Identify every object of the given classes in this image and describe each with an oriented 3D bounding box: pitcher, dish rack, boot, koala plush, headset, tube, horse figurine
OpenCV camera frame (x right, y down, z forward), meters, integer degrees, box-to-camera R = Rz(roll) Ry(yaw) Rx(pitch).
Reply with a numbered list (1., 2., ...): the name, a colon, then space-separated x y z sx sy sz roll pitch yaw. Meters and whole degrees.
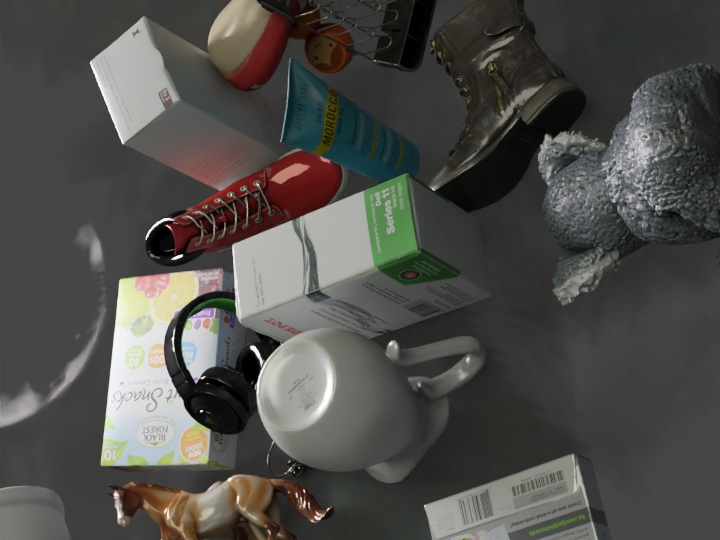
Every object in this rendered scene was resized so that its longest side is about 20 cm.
1. pitcher: 0.013 0.104 1.338 0.172 0.200 0.121 -45 57 12
2. dish rack: -0.012 -0.294 1.480 0.054 0.199 0.154 1 74 50
3. boot: -0.114 -0.060 1.496 0.199 0.144 0.073 -26 89 28
4. koala plush: 0.234 -0.069 1.277 0.199 0.183 0.178 -22 64 39
5. headset: -0.104 0.110 1.465 0.094 0.123 0.201 -32 88 50
6. tube: -0.015 -0.129 1.426 0.050 0.200 0.078 -7 73 32
7. horse figurine: -0.127 0.238 1.420 0.199 0.050 0.133 -16 50 -8
8. boot: 0.111 -0.166 1.447 0.200 0.069 0.174 -40 53 12

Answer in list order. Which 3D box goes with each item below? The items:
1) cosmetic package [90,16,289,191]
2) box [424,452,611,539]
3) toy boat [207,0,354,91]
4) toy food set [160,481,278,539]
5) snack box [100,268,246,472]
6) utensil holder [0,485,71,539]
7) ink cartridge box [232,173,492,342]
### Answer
1. cosmetic package: -0.169 -0.161 1.535 0.081 0.200 0.113 -36 59 20
2. box: 0.147 0.276 1.295 0.155 0.041 0.201 -24 63 26
3. toy boat: -0.061 -0.254 1.548 0.200 0.131 0.130 -53 13 -30
4. toy food set: -0.128 0.322 1.448 0.144 0.060 0.200 -47 56 12
5. snack box: -0.190 0.104 1.559 0.142 0.053 0.201 -6 73 33
6. utensil holder: -0.351 0.345 1.524 0.170 0.170 0.201 -37 61 18
7. ink cartridge box: 0.000 0.000 1.410 0.199 0.146 0.083 -21 64 26
